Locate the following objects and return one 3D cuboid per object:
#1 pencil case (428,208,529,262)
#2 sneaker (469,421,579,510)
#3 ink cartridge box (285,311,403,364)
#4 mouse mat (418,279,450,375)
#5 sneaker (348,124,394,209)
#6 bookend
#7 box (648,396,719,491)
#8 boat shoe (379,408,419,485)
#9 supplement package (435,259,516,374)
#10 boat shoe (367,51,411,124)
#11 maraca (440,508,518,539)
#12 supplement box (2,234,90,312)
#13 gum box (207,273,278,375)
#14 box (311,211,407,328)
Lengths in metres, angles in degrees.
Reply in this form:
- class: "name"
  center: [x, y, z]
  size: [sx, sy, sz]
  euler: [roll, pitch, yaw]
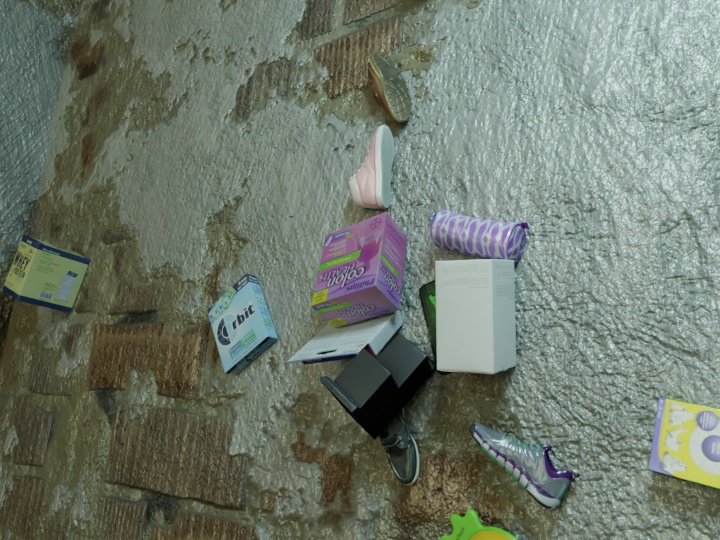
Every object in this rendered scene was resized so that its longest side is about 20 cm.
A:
- class: "pencil case"
  center: [0.236, -0.073, 1.270]
  size: [0.197, 0.084, 0.086]
  euler: [18, 63, 38]
- class: "sneaker"
  center: [0.289, 0.326, 1.117]
  size: [0.199, 0.074, 0.088]
  euler: [41, 91, 27]
- class: "ink cartridge box"
  center: [-0.031, 0.155, 1.337]
  size: [0.193, 0.200, 0.044]
  euler: [-13, 107, 34]
- class: "mouse mat"
  center: [0.204, 0.097, 1.284]
  size: [0.159, 0.007, 0.204]
  euler: [-26, 61, 29]
- class: "sneaker"
  center: [0.021, -0.243, 1.486]
  size: [0.103, 0.075, 0.205]
  euler: [-3, 78, 31]
- class: "bookend"
  center: [0.042, 0.198, 1.202]
  size: [0.092, 0.201, 0.199]
  euler: [38, 78, 29]
- class: "box"
  center: [0.549, 0.271, 0.941]
  size: [0.197, 0.048, 0.120]
  euler: [6, 80, 37]
- class: "boat shoe"
  center: [0.066, 0.333, 1.277]
  size: [0.073, 0.066, 0.204]
  euler: [-22, 64, 30]
- class: "supplement package"
  center: [0.217, 0.083, 1.176]
  size: [0.118, 0.120, 0.205]
  euler: [-2, 88, 34]
- class: "boat shoe"
  center: [0.067, -0.435, 1.525]
  size: [0.068, 0.071, 0.204]
  euler: [-52, 53, 55]
- class: "maraca"
  center: [0.222, 0.508, 1.077]
  size: [0.198, 0.106, 0.139]
  euler: [31, 95, 39]
- class: "supplement box"
  center: [-1.090, 0.013, 2.177]
  size: [0.132, 0.199, 0.204]
  euler: [17, 85, 38]
- class: "gum box"
  center: [-0.313, 0.140, 1.642]
  size: [0.169, 0.044, 0.202]
  euler: [-40, 56, 21]
- class: "box"
  center: [0.000, 0.000, 1.375]
  size: [0.173, 0.097, 0.203]
  euler: [-18, 46, 32]
